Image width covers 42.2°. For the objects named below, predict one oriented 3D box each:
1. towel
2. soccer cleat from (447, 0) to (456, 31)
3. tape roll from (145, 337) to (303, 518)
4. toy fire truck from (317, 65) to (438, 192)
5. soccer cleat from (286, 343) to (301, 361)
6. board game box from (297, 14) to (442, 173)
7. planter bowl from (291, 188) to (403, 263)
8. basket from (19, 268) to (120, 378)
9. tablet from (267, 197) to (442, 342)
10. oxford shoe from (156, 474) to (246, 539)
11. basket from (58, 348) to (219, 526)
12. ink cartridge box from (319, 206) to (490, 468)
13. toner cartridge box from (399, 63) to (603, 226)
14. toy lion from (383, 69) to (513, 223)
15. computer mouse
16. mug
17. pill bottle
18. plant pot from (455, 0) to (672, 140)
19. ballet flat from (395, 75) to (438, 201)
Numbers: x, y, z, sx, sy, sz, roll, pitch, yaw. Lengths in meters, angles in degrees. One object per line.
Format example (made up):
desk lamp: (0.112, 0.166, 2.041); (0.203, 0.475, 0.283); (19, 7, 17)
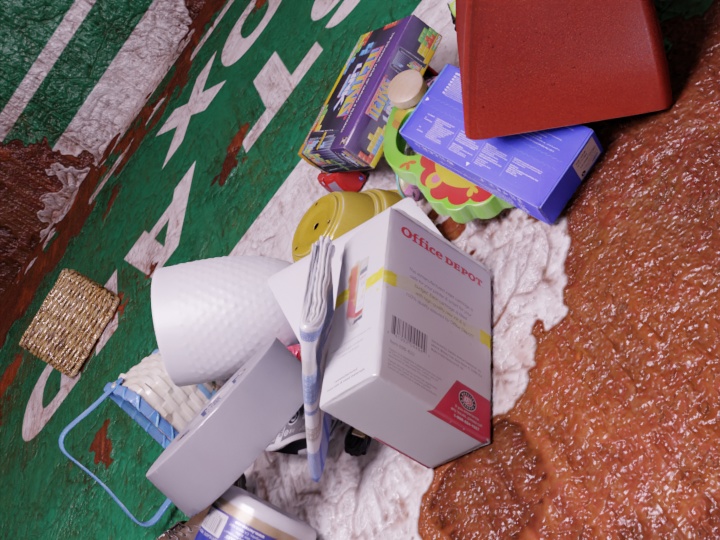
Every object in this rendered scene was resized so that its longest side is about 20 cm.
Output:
towel: (-0.039, 0.086, 0.920); (0.148, 0.023, 0.202); (-84, -6, -55)
soccer cleat: (0.145, -0.306, 1.193); (0.067, 0.081, 0.202); (-33, 36, 38)
tape roll: (-0.137, 0.166, 1.001); (0.200, 0.066, 0.200); (-46, 5, 5)
toy fire truck: (0.026, -0.194, 1.308); (0.202, 0.049, 0.141); (-61, 27, -7)
soccer cleat: (-0.048, 0.101, 1.081); (0.200, 0.076, 0.067); (-38, 49, 39)
board game box: (0.009, -0.231, 1.251); (0.202, 0.056, 0.165); (-63, 22, -9)
planter bowl: (-0.030, -0.039, 1.202); (0.200, 0.083, 0.202); (-40, 32, 30)
basket: (-0.612, 0.120, 2.026); (0.202, 0.148, 0.143); (-61, -6, -7)
tablet: (0.000, 0.000, 1.059); (0.198, 0.014, 0.131); (-30, 47, -5)
oxford shoe: (-0.196, 0.319, 1.102); (0.072, 0.084, 0.202); (-13, 49, 56)
basket: (-0.278, 0.217, 1.255); (0.200, 0.177, 0.138); (-48, 23, -27)
ink cartridge box: (0.050, 0.063, 0.896); (0.083, 0.144, 0.202); (-35, 34, 39)
toner cartridge box: (0.141, -0.134, 0.966); (0.199, 0.043, 0.095); (35, 87, 37)
toy lion: (0.112, -0.141, 1.047); (0.198, 0.069, 0.194); (-2, 60, 32)
computer mouse: (-0.039, 0.167, 1.045); (0.199, 0.044, 0.111); (-21, 41, 45)
mug: (-0.148, 0.075, 1.165); (0.173, 0.202, 0.148); (-11, 36, 1)
pill bottle: (-0.136, 0.333, 0.950); (0.115, 0.115, 0.202); (5, 66, 60)
plant pot: (0.182, -0.270, 0.900); (0.197, 0.177, 0.202); (-8, 44, 10)
ballet flat: (0.092, -0.177, 1.171); (0.071, 0.069, 0.202); (-17, 44, 35)
